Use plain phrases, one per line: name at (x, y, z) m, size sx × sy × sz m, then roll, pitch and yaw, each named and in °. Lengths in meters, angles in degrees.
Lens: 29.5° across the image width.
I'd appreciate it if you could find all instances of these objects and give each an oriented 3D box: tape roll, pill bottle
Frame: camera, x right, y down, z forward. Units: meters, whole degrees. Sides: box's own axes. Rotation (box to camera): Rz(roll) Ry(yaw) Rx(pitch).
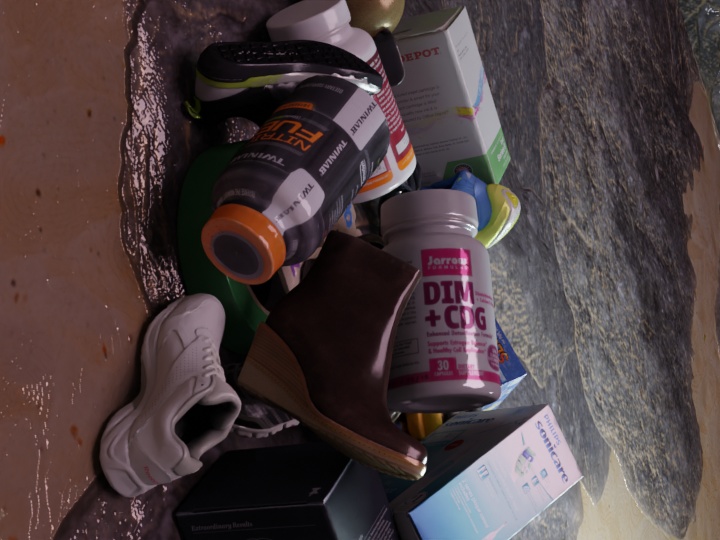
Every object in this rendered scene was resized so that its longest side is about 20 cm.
tape roll at (-0.099, -0.023, 1.293) m, size 0.200 × 0.048 × 0.201 m, roll 30°, pitch 56°, yaw -58°
pill bottle at (-0.060, -0.076, 1.196) m, size 0.200 × 0.106 × 0.106 m, roll -56°, pitch 132°, yaw -40°
pill bottle at (0.072, 0.031, 1.318) m, size 0.113 × 0.113 × 0.201 m, roll 24°, pitch 58°, yaw -60°
pill bottle at (-0.023, -0.179, 1.420) m, size 0.201 × 0.113 × 0.113 m, roll 69°, pitch 29°, yaw -24°

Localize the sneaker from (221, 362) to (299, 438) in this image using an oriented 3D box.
sneaker at (-0.056, 0.097, 1.238) m, size 0.199 × 0.088 × 0.074 m, roll 3°, pitch 44°, yaw -36°

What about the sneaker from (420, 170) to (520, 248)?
sneaker at (0.090, -0.043, 1.582) m, size 0.105 × 0.200 × 0.076 m, roll 38°, pitch 29°, yaw -10°

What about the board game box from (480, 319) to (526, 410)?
board game box at (0.108, 0.096, 1.505) m, size 0.136 × 0.034 × 0.200 m, roll 61°, pitch -21°, yaw 17°

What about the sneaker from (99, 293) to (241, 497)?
sneaker at (-0.135, 0.099, 1.126) m, size 0.078 × 0.099 × 0.200 m, roll 58°, pitch 35°, yaw -40°

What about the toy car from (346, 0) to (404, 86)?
toy car at (0.012, -0.296, 1.489) m, size 0.158 × 0.164 × 0.201 m, roll 19°, pitch 75°, yaw -61°

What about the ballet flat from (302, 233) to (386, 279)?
ballet flat at (0.000, 0.000, 1.351) m, size 0.200 × 0.046 × 0.068 m, roll -14°, pitch 99°, yaw -69°

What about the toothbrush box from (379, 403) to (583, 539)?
toothbrush box at (0.089, 0.215, 1.307) m, size 0.200 × 0.146 × 0.086 m, roll -30°, pitch 98°, yaw -33°

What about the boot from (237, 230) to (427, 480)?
boot at (0.006, 0.066, 1.149) m, size 0.167 × 0.200 × 0.072 m, roll -56°, pitch 152°, yaw -11°

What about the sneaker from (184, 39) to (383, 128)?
sneaker at (-0.075, -0.171, 1.304) m, size 0.199 × 0.072 × 0.083 m, roll -2°, pitch 122°, yaw -30°

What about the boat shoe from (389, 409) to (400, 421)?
boat shoe at (0.026, 0.097, 1.401) m, size 0.069 × 0.075 × 0.200 m, roll 94°, pitch 23°, yaw -44°

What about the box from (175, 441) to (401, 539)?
box at (-0.048, 0.263, 1.199) m, size 0.107 × 0.148 × 0.201 m, roll -50°, pitch 127°, yaw -57°

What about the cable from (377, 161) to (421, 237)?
cable at (0.038, -0.021, 1.524) m, size 0.163 × 0.051 × 0.201 m, roll -111°, pitch -156°, yaw -69°

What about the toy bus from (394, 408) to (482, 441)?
toy bus at (0.033, 0.215, 1.426) m, size 0.192 × 0.135 × 0.201 m, roll -10°, pitch 90°, yaw -48°

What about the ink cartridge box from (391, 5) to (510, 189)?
ink cartridge box at (0.074, -0.189, 1.583) m, size 0.200 × 0.145 × 0.088 m, roll 69°, pitch 29°, yaw -24°

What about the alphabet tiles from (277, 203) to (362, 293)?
alphabet tiles at (-0.038, -0.010, 1.341) m, size 0.196 × 0.015 × 0.200 m, roll -65°, pitch 144°, yaw -52°
